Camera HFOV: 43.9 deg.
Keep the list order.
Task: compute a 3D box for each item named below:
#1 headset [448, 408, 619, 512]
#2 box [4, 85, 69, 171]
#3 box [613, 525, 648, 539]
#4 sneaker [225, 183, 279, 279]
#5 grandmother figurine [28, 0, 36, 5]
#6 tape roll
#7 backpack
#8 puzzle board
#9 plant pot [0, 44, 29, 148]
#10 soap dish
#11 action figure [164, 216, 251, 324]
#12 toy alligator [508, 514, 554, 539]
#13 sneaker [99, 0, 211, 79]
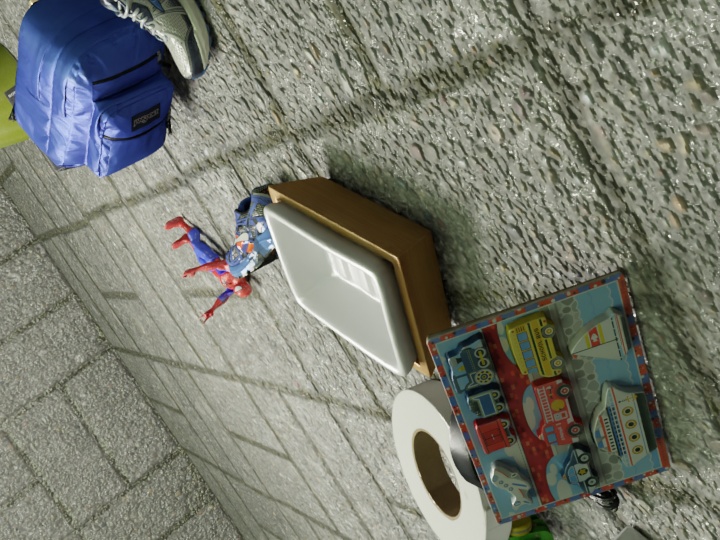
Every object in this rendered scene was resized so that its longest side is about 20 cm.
[{"bbox_3d":[0.155,0.152,0.777,0.094,0.124,0.200,17,157,46],"label":"headset"},{"bbox_3d":[-0.496,-0.235,1.457,0.144,0.036,0.200,58,-179,-10],"label":"box"},{"bbox_3d":[0.277,0.388,0.848,0.200,0.130,0.200,39,153,29],"label":"box"},{"bbox_3d":[-0.120,-0.050,1.079,0.079,0.075,0.200,61,149,3],"label":"sneaker"},{"bbox_3d":[-0.367,-0.291,1.215,0.201,0.060,0.121,53,-176,-5],"label":"grandmother figurine"},{"bbox_3d":[0.099,0.223,1.003,0.203,0.037,0.204,49,149,44],"label":"tape roll"},{"bbox_3d":[-0.302,-0.230,1.052,0.167,0.162,0.201,38,141,11],"label":"backpack"},{"bbox_3d":[0.151,0.107,0.689,0.017,0.150,0.201,-97,-14,-60],"label":"puzzle board"},{"bbox_3d":[-0.728,-0.299,1.696,0.187,0.200,0.188,42,155,25],"label":"plant pot"},{"bbox_3d":[0.000,0.000,0.890,0.199,0.081,0.158,30,148,42],"label":"soap dish"},{"bbox_3d":[-0.244,0.001,1.342,0.199,0.099,0.066,32,151,36],"label":"action figure"},{"bbox_3d":[0.164,0.282,1.018,0.200,0.054,0.060,27,131,62],"label":"toy alligator"},{"bbox_3d":[-0.228,-0.282,0.919,0.077,0.085,0.201,16,138,55],"label":"sneaker"}]
